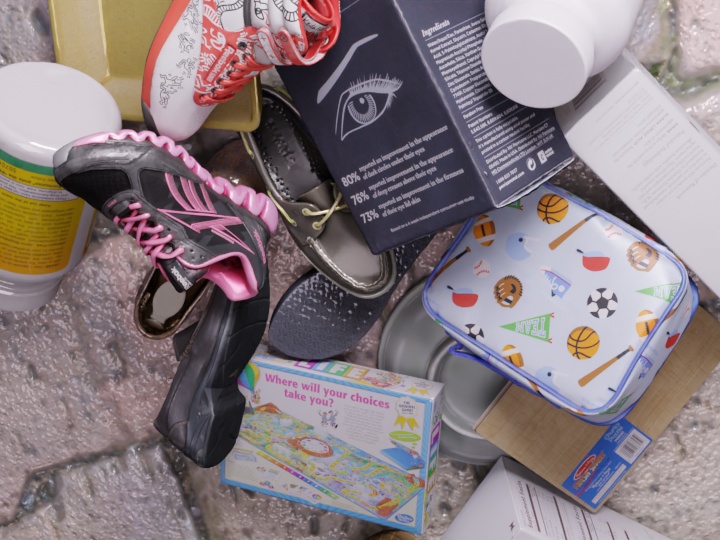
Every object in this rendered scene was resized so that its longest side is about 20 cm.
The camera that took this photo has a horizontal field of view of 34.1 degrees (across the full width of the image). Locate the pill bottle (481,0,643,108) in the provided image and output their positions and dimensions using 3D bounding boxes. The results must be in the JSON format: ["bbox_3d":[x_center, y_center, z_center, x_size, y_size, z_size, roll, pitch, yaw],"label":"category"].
[{"bbox_3d":[0.151,-0.205,0.829,0.104,0.200,0.104,17,141,14],"label":"pill bottle"}]

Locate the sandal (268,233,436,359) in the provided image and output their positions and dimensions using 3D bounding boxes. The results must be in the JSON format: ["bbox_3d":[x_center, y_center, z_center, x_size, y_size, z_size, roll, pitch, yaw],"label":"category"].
[{"bbox_3d":[0.001,0.000,1.019,0.076,0.043,0.200,42,99,-17],"label":"sandal"}]

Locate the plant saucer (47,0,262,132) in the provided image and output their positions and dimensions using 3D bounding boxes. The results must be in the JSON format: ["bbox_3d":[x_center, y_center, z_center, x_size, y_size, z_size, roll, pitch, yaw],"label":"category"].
[{"bbox_3d":[-0.157,-0.218,0.919,0.199,0.048,0.201,8,113,27],"label":"plant saucer"}]

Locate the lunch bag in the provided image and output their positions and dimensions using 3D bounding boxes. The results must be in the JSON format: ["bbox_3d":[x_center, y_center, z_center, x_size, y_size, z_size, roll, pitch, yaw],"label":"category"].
[{"bbox_3d":[0.152,0.022,0.937,0.200,0.076,0.161,33,93,29],"label":"lunch bag"}]

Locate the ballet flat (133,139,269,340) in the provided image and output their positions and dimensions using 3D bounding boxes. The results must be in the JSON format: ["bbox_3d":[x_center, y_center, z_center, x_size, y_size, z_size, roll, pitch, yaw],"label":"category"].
[{"bbox_3d":[-0.136,-0.019,1.007,0.068,0.067,0.200,28,110,-5],"label":"ballet flat"}]

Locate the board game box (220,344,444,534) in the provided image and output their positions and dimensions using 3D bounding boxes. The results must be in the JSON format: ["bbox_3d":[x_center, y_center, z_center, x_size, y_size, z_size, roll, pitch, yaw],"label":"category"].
[{"bbox_3d":[-0.029,0.147,1.047,0.199,0.034,0.135,11,112,19],"label":"board game box"}]

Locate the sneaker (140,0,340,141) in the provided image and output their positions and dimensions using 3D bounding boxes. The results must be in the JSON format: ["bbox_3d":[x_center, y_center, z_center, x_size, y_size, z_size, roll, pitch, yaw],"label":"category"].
[{"bbox_3d":[-0.082,-0.156,0.828,0.108,0.067,0.202,36,120,19],"label":"sneaker"}]

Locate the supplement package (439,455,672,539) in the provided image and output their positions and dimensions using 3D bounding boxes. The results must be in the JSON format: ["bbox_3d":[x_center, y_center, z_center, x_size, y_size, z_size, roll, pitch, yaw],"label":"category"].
[{"bbox_3d":[0.186,0.273,1.044,0.200,0.110,0.114,28,110,-14],"label":"supplement package"}]

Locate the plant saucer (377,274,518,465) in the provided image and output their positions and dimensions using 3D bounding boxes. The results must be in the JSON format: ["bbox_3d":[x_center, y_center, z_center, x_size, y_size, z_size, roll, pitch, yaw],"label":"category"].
[{"bbox_3d":[0.112,0.091,1.032,0.199,0.050,0.201,2,110,5],"label":"plant saucer"}]

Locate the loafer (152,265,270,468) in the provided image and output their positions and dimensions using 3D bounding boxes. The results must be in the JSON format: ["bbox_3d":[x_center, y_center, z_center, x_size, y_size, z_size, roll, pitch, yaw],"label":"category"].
[{"bbox_3d":[-0.132,0.068,1.007,0.072,0.073,0.201,21,101,21],"label":"loafer"}]

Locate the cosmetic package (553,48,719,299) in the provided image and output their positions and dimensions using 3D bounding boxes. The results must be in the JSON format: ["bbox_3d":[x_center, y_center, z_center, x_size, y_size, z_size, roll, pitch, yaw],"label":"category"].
[{"bbox_3d":[0.249,-0.074,0.924,0.200,0.113,0.081,41,109,-11],"label":"cosmetic package"}]

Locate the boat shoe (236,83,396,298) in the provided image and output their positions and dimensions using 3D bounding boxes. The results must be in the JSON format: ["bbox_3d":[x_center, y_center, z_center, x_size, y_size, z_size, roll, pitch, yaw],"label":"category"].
[{"bbox_3d":[-0.039,-0.064,0.956,0.072,0.060,0.202,-33,88,0],"label":"boat shoe"}]

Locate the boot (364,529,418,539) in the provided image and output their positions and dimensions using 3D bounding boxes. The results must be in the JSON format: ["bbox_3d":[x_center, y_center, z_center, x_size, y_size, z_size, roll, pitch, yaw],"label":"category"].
[{"bbox_3d":[0.047,0.318,1.080,0.155,0.072,0.200,39,142,-10],"label":"boot"}]

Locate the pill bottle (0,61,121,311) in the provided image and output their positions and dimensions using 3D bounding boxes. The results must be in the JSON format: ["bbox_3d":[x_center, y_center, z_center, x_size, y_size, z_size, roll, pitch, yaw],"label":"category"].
[{"bbox_3d":[-0.270,-0.061,0.963,0.112,0.113,0.200,24,132,-3],"label":"pill bottle"}]

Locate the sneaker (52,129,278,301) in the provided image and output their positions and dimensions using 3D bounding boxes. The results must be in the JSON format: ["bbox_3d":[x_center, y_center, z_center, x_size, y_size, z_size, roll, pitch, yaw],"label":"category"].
[{"bbox_3d":[-0.142,-0.035,0.882,0.200,0.096,0.079,24,145,-39],"label":"sneaker"}]

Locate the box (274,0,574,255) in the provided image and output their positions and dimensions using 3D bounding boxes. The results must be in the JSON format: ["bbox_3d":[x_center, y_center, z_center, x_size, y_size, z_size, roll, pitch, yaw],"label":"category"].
[{"bbox_3d":[0.040,-0.132,0.879,0.148,0.104,0.200,-19,100,50],"label":"box"}]

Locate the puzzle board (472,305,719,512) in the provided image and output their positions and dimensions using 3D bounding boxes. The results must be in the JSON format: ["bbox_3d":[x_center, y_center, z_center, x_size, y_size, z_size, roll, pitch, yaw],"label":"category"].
[{"bbox_3d":[0.210,0.095,1.006,0.151,0.017,0.200,35,96,-22],"label":"puzzle board"}]
